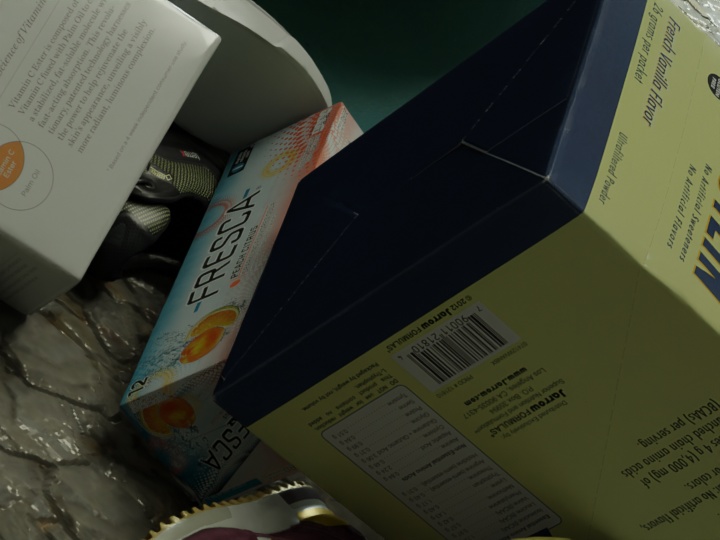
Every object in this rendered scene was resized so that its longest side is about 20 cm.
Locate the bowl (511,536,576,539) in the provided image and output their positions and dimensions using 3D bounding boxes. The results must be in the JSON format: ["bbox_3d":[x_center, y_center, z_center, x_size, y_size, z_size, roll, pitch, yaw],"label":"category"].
[{"bbox_3d":[0.076,0.208,1.035,0.200,0.094,0.202,22,43,-22],"label":"bowl"}]

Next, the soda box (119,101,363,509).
[{"bbox_3d":[-0.037,0.012,1.215,0.064,0.068,0.200,55,30,-22],"label":"soda box"}]

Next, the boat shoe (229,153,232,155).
[{"bbox_3d":[0.000,0.000,1.352,0.200,0.072,0.065,40,32,-12],"label":"boat shoe"}]

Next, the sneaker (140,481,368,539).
[{"bbox_3d":[-0.036,0.138,1.049,0.090,0.075,0.200,39,24,15],"label":"sneaker"}]

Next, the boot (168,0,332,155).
[{"bbox_3d":[-0.085,-0.137,1.275,0.200,0.073,0.096,40,35,-34],"label":"boot"}]

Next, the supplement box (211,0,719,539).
[{"bbox_3d":[0.090,0.025,1.099,0.200,0.200,0.135,40,43,-19],"label":"supplement box"}]

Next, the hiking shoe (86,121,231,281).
[{"bbox_3d":[-0.125,-0.048,1.250,0.199,0.076,0.101,22,25,-34],"label":"hiking shoe"}]

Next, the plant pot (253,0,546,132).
[{"bbox_3d":[-0.005,-0.181,1.382,0.199,0.201,0.135,32,17,-15],"label":"plant pot"}]

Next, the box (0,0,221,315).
[{"bbox_3d":[-0.180,-0.091,1.155,0.199,0.125,0.097,34,-19,-12],"label":"box"}]

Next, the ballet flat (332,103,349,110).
[{"bbox_3d":[0.030,-0.008,1.433,0.200,0.068,0.075,42,2,-5],"label":"ballet flat"}]
